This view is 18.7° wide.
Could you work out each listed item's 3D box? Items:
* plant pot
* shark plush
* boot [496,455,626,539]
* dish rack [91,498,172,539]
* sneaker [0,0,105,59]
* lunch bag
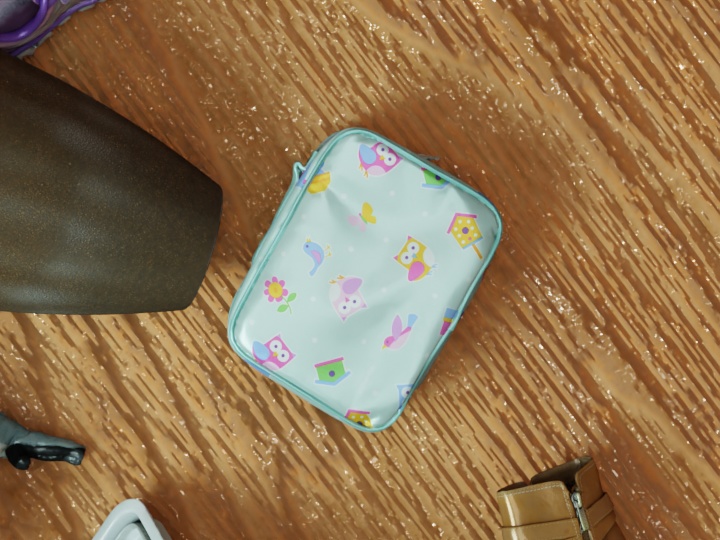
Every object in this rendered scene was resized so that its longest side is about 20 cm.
[{"bbox_3d":[-0.204,-0.044,1.540,0.199,0.187,0.188,17,91,-14],"label":"plant pot"},{"bbox_3d":[-0.295,0.094,1.589,0.199,0.091,0.084,16,61,3],"label":"shark plush"},{"bbox_3d":[0.126,0.230,1.552,0.199,0.076,0.156,-22,100,-37],"label":"boot"},{"bbox_3d":[-0.160,0.277,1.539,0.043,0.200,0.172,24,107,-37],"label":"dish rack"},{"bbox_3d":[-0.217,-0.219,1.568,0.200,0.088,0.081,-41,91,-1],"label":"sneaker"},{"bbox_3d":[0.000,0.000,1.583,0.160,0.077,0.201,30,91,0],"label":"lunch bag"}]
